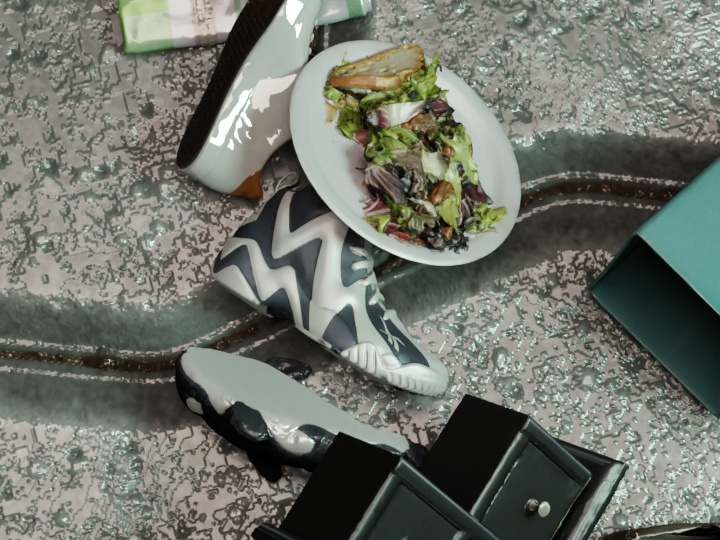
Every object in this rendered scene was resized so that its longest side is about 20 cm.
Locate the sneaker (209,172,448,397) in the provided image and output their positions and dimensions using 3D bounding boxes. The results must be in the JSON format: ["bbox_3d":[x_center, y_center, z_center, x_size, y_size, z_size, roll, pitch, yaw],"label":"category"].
[{"bbox_3d":[0.000,0.000,1.621,0.198,0.079,0.130,30,86,14],"label":"sneaker"}]

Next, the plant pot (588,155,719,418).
[{"bbox_3d":[0.301,-0.021,1.616,0.141,0.141,0.200,45,72,7],"label":"plant pot"}]

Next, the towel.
[{"bbox_3d":[-0.100,-0.255,1.699,0.198,0.031,0.150,-10,78,-5],"label":"towel"}]

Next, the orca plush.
[{"bbox_3d":[-0.050,0.124,1.616,0.198,0.071,0.106,14,32,-10],"label":"orca plush"}]

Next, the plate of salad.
[{"bbox_3d":[0.040,-0.096,1.623,0.199,0.048,0.201,17,52,-23],"label":"plate of salad"}]

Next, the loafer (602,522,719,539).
[{"bbox_3d":[0.275,0.220,1.592,0.198,0.071,0.074,-4,78,-4],"label":"loafer"}]

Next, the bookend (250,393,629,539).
[{"bbox_3d":[0.060,0.164,1.530,0.199,0.092,0.201,43,74,-35],"label":"bookend"}]

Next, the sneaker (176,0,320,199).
[{"bbox_3d":[-0.063,-0.149,1.658,0.084,0.073,0.201,28,89,-26],"label":"sneaker"}]
